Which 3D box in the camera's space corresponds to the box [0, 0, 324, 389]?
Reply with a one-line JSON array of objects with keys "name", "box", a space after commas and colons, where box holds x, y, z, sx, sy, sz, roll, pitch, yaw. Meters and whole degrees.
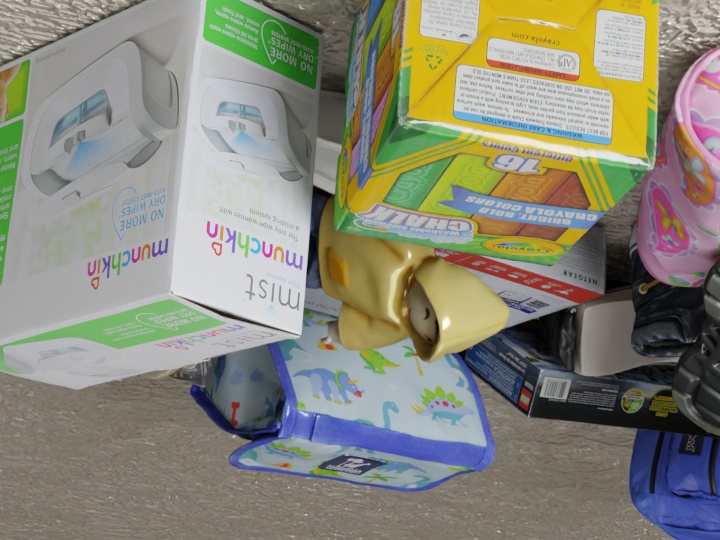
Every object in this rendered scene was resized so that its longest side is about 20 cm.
[{"name": "box", "box": [-0.122, -0.039, 1.020, 0.097, 0.177, 0.200, 21, 156, -41]}]

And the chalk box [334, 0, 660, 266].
[{"name": "chalk box", "box": [0.059, -0.082, 0.933, 0.124, 0.124, 0.200, 8, 161, -9]}]

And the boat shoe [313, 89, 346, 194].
[{"name": "boat shoe", "box": [0.039, -0.075, 1.065, 0.200, 0.071, 0.069, 16, 133, -9]}]

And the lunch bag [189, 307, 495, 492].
[{"name": "lunch bag", "box": [-0.013, 0.092, 1.361, 0.170, 0.128, 0.200, 11, -171, -24]}]

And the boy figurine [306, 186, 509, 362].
[{"name": "boy figurine", "box": [0.000, 0.000, 1.111, 0.200, 0.125, 0.064, 33, -142, 32]}]

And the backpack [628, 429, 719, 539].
[{"name": "backpack", "box": [0.317, 0.148, 1.508, 0.200, 0.163, 0.168, 4, 157, 43]}]

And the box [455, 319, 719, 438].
[{"name": "box", "box": [0.183, 0.078, 1.384, 0.200, 0.040, 0.137, 9, -166, -25]}]

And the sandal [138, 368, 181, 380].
[{"name": "sandal", "box": [-0.115, -0.017, 1.119, 0.080, 0.054, 0.200, 37, 123, 14]}]

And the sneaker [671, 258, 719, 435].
[{"name": "sneaker", "box": [0.237, 0.019, 1.081, 0.075, 0.079, 0.200, 36, 149, 10]}]

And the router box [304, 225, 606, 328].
[{"name": "router box", "box": [0.036, -0.009, 1.267, 0.200, 0.049, 0.179, 16, 158, -30]}]

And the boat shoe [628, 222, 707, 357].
[{"name": "boat shoe", "box": [0.260, 0.003, 1.186, 0.200, 0.091, 0.071, -14, 154, 43]}]

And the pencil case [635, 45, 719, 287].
[{"name": "pencil case", "box": [0.205, -0.054, 1.044, 0.087, 0.088, 0.200, 3, 161, 3]}]

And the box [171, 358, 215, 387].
[{"name": "box", "box": [-0.176, 0.004, 1.273, 0.157, 0.050, 0.200, 17, 157, 6]}]

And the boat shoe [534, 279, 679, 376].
[{"name": "boat shoe", "box": [0.219, 0.028, 1.330, 0.199, 0.075, 0.093, -2, -166, -17]}]
